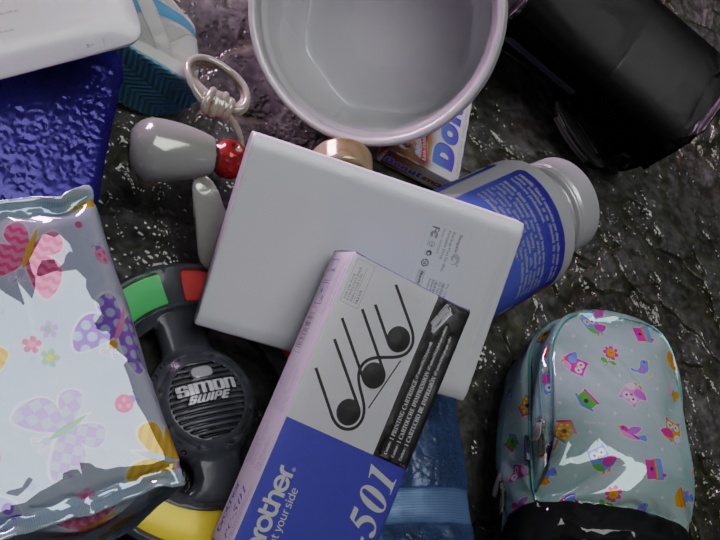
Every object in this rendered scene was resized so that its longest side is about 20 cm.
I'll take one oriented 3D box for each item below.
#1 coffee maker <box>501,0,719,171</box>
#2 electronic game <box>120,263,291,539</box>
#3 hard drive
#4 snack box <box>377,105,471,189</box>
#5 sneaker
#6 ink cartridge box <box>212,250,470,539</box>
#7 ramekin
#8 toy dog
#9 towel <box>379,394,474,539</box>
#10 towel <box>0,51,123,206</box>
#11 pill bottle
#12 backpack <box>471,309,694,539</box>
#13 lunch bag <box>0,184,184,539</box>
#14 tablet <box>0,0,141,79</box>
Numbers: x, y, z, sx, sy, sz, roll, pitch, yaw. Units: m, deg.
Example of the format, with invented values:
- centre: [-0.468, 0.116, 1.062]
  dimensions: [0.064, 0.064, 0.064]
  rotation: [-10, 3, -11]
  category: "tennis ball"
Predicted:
- centre: [0.233, -0.209, 0.999]
  dimensions: [0.199, 0.192, 0.135]
  rotation: [39, 53, -9]
  category: "coffee maker"
- centre: [-0.107, 0.091, 0.744]
  dimensions: [0.197, 0.042, 0.203]
  rotation: [11, 64, -23]
  category: "electronic game"
- centre: [0.000, 0.000, 0.755]
  dimensions: [0.197, 0.026, 0.134]
  rotation: [17, 98, -14]
  category: "hard drive"
- centre: [0.066, -0.167, 0.984]
  dimensions: [0.071, 0.024, 0.202]
  rotation: [24, 58, -19]
  category: "snack box"
- centre: [-0.189, -0.190, 0.780]
  dimensions: [0.200, 0.076, 0.082]
  rotation: [40, 40, -53]
  category: "sneaker"
- centre: [-0.011, 0.098, 0.713]
  dimensions: [0.093, 0.044, 0.202]
  rotation: [26, 82, -20]
  category: "ink cartridge box"
- centre: [0.018, -0.201, 0.870]
  dimensions: [0.201, 0.199, 0.105]
  rotation: [51, 11, 0]
  category: "ramekin"
- centre: [-0.074, -0.052, 0.803]
  dimensions: [0.198, 0.097, 0.133]
  rotation: [29, 43, -9]
  category: "toy dog"
- centre: [0.032, 0.161, 0.795]
  dimensions: [0.110, 0.048, 0.203]
  rotation: [8, 64, -29]
  category: "towel"
- centre: [-0.258, -0.102, 0.699]
  dimensions: [0.198, 0.049, 0.150]
  rotation: [17, 67, -24]
  category: "towel"
- centre: [0.100, -0.022, 0.883]
  dimensions: [0.199, 0.112, 0.113]
  rotation: [-24, 81, -36]
  category: "pill bottle"
- centre: [0.178, 0.135, 0.845]
  dimensions: [0.165, 0.127, 0.202]
  rotation: [15, 55, -17]
  category: "backpack"
- centre: [-0.190, 0.077, 0.606]
  dimensions: [0.126, 0.200, 0.172]
  rotation: [-14, 75, -26]
  category: "lunch bag"
- centre: [-0.245, -0.174, 0.665]
  dimensions: [0.198, 0.014, 0.132]
  rotation: [-19, 84, -19]
  category: "tablet"
